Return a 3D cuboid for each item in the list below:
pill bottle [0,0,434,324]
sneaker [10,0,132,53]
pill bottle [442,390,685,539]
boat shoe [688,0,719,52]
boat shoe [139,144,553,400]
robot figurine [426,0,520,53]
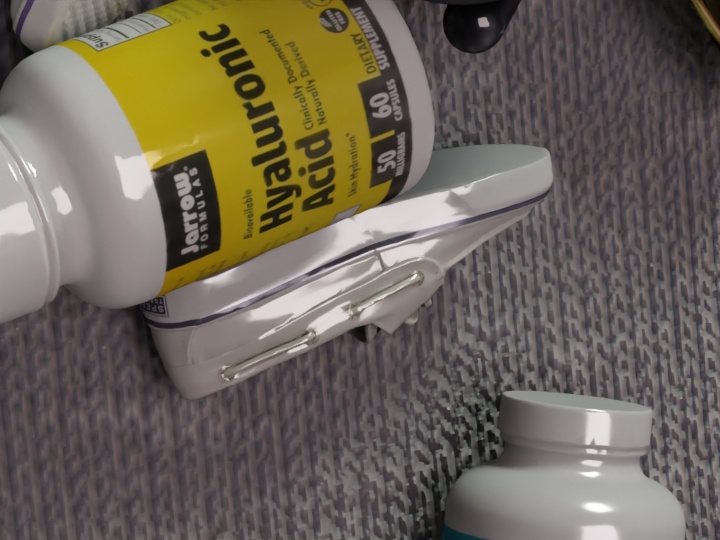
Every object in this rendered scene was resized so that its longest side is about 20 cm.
[{"bbox_3d":[-0.079,-0.050,1.009,0.200,0.111,0.111,-24,106,-25],"label":"pill bottle"},{"bbox_3d":[-0.115,-0.193,1.008,0.200,0.114,0.073,-62,166,13],"label":"sneaker"},{"bbox_3d":[0.089,0.158,1.127,0.111,0.111,0.200,4,93,-30],"label":"pill bottle"},{"bbox_3d":[0.173,-0.158,1.126,0.200,0.072,0.068,52,28,-44],"label":"boat shoe"},{"bbox_3d":[0.000,0.000,1.085,0.200,0.072,0.066,-23,111,-26],"label":"boat shoe"},{"bbox_3d":[0.051,-0.184,1.013,0.125,0.200,0.150,39,119,-6],"label":"robot figurine"}]
